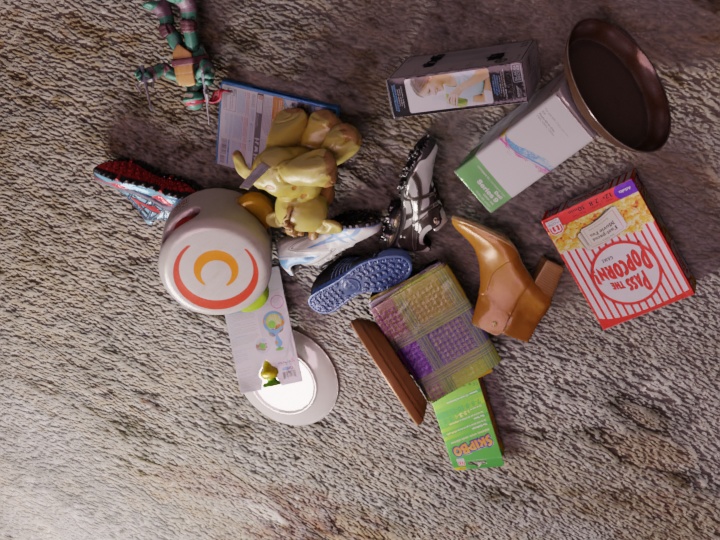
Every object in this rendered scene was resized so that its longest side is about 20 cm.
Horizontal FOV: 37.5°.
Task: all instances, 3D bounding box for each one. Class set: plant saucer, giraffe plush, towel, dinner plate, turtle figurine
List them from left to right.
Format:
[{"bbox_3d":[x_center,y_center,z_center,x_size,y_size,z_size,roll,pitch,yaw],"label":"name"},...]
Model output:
[{"bbox_3d":[-0.279,-0.323,1.655,0.149,0.101,0.201,-5,100,24],"label":"turtle figurine"},{"bbox_3d":[-0.136,0.195,1.891,0.199,0.024,0.201,8,116,16],"label":"dinner plate"},{"bbox_3d":[-0.087,-0.130,1.631,0.172,0.200,0.163,35,156,40],"label":"giraffe plush"},{"bbox_3d":[0.052,0.158,1.719,0.037,0.200,0.201,-33,101,0],"label":"plant saucer"},{"bbox_3d":[0.119,0.095,1.675,0.143,0.023,0.201,-31,103,8],"label":"towel"},{"bbox_3d":[0.337,-0.241,1.412,0.200,0.200,0.032,50,137,-7],"label":"plant saucer"}]

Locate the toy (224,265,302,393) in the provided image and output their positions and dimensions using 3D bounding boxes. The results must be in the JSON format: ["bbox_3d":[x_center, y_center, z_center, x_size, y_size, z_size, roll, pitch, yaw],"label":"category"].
[{"bbox_3d":[-0.169,0.103,1.832,0.114,0.047,0.201,-13,84,13],"label":"toy"}]

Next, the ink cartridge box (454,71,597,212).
[{"bbox_3d":[0.247,-0.189,1.478,0.088,0.145,0.200,47,130,-5],"label":"ink cartridge box"}]

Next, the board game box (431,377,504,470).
[{"bbox_3d":[0.177,0.246,1.795,0.095,0.030,0.201,-10,107,25],"label":"board game box"}]

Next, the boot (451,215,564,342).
[{"bbox_3d":[0.201,0.016,1.632,0.200,0.071,0.145,28,100,-2],"label":"boot"}]

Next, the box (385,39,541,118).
[{"bbox_3d":[0.148,-0.273,1.511,0.199,0.117,0.060,-4,115,21],"label":"box"}]

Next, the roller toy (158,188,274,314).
[{"bbox_3d":[-0.235,-0.036,1.736,0.181,0.140,0.201,4,122,-7],"label":"roller toy"}]

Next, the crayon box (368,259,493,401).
[{"bbox_3d":[0.116,0.099,1.720,0.126,0.051,0.201,-26,103,15],"label":"crayon box"}]

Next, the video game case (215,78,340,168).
[{"bbox_3d":[-0.135,-0.216,1.700,0.199,0.018,0.144,16,118,14],"label":"video game case"}]

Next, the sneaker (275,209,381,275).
[{"bbox_3d":[-0.047,-0.045,1.717,0.199,0.072,0.073,-17,108,29],"label":"sneaker"}]

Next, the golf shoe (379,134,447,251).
[{"bbox_3d":[0.098,-0.115,1.635,0.094,0.078,0.201,19,127,0],"label":"golf shoe"}]

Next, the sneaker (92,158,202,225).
[{"bbox_3d":[-0.368,-0.121,1.798,0.199,0.079,0.096,21,122,10],"label":"sneaker"}]

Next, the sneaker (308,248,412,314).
[{"bbox_3d":[0.000,0.000,1.711,0.199,0.078,0.070,-23,123,29],"label":"sneaker"}]

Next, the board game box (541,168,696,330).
[{"bbox_3d":[0.384,-0.028,1.575,0.151,0.046,0.201,-26,103,29],"label":"board game box"}]
